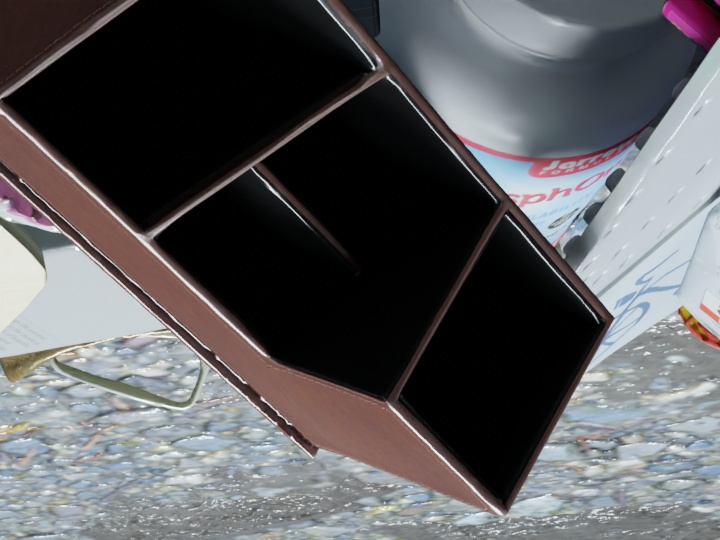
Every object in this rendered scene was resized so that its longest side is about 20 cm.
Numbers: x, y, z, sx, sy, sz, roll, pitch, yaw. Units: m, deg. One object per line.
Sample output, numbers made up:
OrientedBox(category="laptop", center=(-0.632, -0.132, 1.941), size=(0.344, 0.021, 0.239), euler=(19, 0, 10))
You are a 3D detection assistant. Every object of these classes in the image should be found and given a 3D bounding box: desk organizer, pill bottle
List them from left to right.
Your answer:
OrientedBox(category="desk organizer", center=(-0.019, -0.017, 0.701), size=(0.077, 0.072, 0.200), euler=(18, 161, 41))
OrientedBox(category="pill bottle", center=(0.045, -0.073, 0.872), size=(0.108, 0.109, 0.200), euler=(1, 160, -12))

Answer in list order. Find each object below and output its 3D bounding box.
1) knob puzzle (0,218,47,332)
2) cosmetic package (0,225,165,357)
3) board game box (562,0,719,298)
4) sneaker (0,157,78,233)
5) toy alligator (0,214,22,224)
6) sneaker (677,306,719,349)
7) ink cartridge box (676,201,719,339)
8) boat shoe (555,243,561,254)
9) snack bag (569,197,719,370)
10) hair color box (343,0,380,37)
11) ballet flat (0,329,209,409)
OrientedBox(category="knob puzzle", center=(-0.203, 0.002, 0.886), size=(0.219, 0.031, 0.220), euler=(-11, 147, -7))
OrientedBox(category="cosmetic package", center=(-0.179, -0.009, 1.073), size=(0.199, 0.072, 0.101), euler=(-10, 159, 18))
OrientedBox(category="board game box", center=(0.126, -0.073, 0.794), size=(0.200, 0.026, 0.200), euler=(-38, 168, -33))
OrientedBox(category="sneaker", center=(-0.130, -0.067, 0.693), size=(0.086, 0.081, 0.200), euler=(9, 168, 36))
OrientedBox(category="toy alligator", center=(-0.178, -0.039, 0.771), size=(0.199, 0.059, 0.054), euler=(5, -159, -22))
OrientedBox(category="sneaker", center=(0.223, -0.005, 1.156), size=(0.200, 0.073, 0.077), euler=(-16, 167, 38))
OrientedBox(category="ink cartridge box", center=(0.181, -0.067, 0.877), size=(0.162, 0.050, 0.200), euler=(-41, 159, -19))
OrientedBox(category="boat shoe", center=(0.055, -0.007, 1.122), size=(0.063, 0.073, 0.201), euler=(-5, 154, 19))
OrientedBox(category="snack bag", center=(0.132, -0.028, 1.013), size=(0.188, 0.021, 0.200), euler=(-34, 165, -14))
OrientedBox(category="hair color box", center=(-0.029, -0.141, 0.681), size=(0.060, 0.099, 0.200), euler=(-3, 161, 3))
OrientedBox(category="ballet flat", center=(-0.064, 0.023, 1.170), size=(0.199, 0.073, 0.068), euler=(-2, -176, -5))
